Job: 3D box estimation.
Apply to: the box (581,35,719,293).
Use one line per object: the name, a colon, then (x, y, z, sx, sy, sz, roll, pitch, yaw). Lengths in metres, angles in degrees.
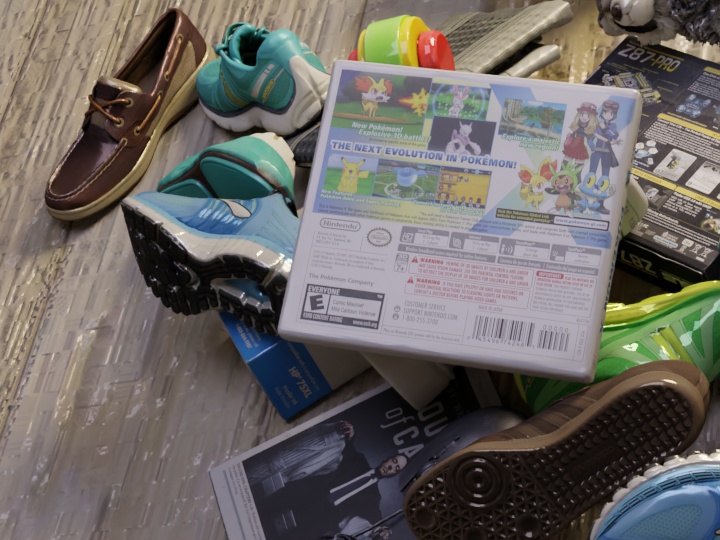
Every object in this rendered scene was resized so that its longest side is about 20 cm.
box: (0.210, -0.071, 1.540, 0.200, 0.049, 0.161, 25, 66, 43)

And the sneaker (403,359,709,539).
sneaker: (0.122, 0.113, 1.363, 0.200, 0.071, 0.076, -25, 5, 22)

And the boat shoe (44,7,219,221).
boat shoe: (-0.192, -0.128, 1.810, 0.072, 0.072, 0.200, 19, 60, 41)

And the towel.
towel: (0.046, -0.129, 1.653, 0.200, 0.035, 0.192, -37, 16, -18)

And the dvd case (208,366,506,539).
dvd case: (0.009, 0.142, 1.462, 0.200, 0.025, 0.151, -27, 42, 4)

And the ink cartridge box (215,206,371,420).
ink cartridge box: (0.000, 0.000, 1.574, 0.200, 0.067, 0.116, -31, 40, -1)

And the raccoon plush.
raccoon plush: (0.255, -0.196, 1.598, 0.200, 0.097, 0.134, -4, 12, -43)

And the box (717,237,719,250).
box: (0.307, -0.084, 1.427, 0.049, 0.082, 0.200, 39, 72, 16)

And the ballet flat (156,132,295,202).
ballet flat: (-0.088, -0.071, 1.656, 0.070, 0.067, 0.200, -44, 15, -25)

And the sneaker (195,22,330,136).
sneaker: (-0.077, -0.156, 1.746, 0.077, 0.080, 0.200, -39, 18, -18)

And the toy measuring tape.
toy measuring tape: (0.020, -0.115, 1.503, 0.073, 0.074, 0.200, -11, 32, 20)

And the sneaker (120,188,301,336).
sneaker: (-0.083, -0.015, 1.550, 0.200, 0.079, 0.090, 21, 44, 41)

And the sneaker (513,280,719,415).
sneaker: (0.195, 0.057, 1.419, 0.199, 0.074, 0.084, -12, 72, 13)

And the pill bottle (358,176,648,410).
pill bottle: (0.078, -0.012, 1.459, 0.200, 0.113, 0.113, -44, 42, 0)

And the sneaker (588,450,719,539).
sneaker: (0.222, 0.151, 1.279, 0.199, 0.078, 0.090, -18, 47, 16)

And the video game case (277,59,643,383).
video game case: (0.061, -0.033, 1.398, 0.199, 0.022, 0.183, 7, 77, 18)

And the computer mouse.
computer mouse: (0.019, 0.142, 1.412, 0.200, 0.034, 0.059, -33, 43, -3)
